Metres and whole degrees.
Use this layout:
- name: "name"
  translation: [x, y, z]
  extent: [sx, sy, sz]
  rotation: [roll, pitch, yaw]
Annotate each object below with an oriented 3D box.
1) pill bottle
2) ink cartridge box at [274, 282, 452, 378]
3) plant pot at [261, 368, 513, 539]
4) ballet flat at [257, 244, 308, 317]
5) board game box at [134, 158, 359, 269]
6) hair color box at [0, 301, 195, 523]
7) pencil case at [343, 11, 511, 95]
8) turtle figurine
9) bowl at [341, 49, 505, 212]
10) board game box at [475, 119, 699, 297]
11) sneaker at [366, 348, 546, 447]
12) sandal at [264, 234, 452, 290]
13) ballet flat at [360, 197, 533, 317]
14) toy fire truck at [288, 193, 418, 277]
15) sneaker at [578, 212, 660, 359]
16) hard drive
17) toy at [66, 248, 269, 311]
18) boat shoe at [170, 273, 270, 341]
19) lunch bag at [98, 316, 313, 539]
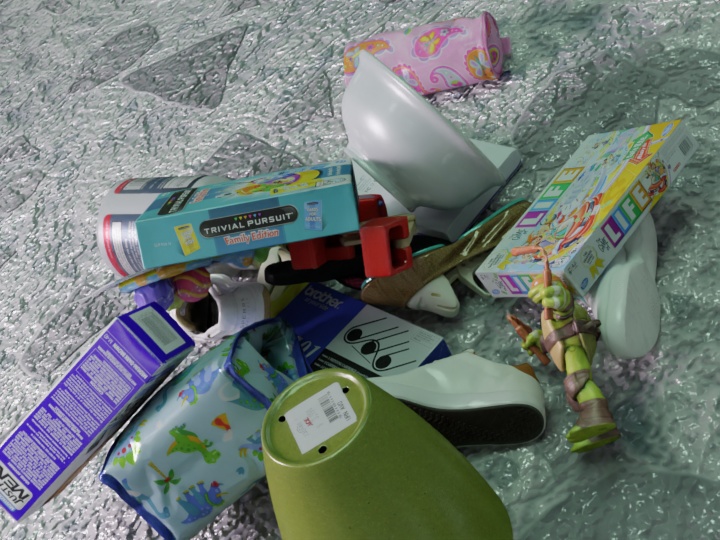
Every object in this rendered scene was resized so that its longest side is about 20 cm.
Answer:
- name: "pill bottle"
  translation: [-0.189, -0.046, 1.448]
  extent: [0.198, 0.120, 0.120]
  rotation: [1, 48, 33]
- name: "ink cartridge box"
  translation: [-0.009, 0.081, 1.256]
  extent: [0.199, 0.044, 0.094]
  rotation: [22, 60, 45]
- name: "plant pot"
  translation: [0.004, 0.176, 1.021]
  extent: [0.185, 0.201, 0.188]
  rotation: [-17, 40, 15]
- name: "ballet flat"
  translation: [-0.072, -0.014, 1.381]
  extent: [0.066, 0.067, 0.201]
  rotation: [-4, 45, 31]
- name: "board game box"
  translation: [-0.101, -0.057, 1.206]
  extent: [0.197, 0.048, 0.151]
  rotation: [-10, 13, 2]
- name: "hair color box"
  translation: [-0.245, 0.125, 1.152]
  extent: [0.200, 0.065, 0.109]
  rotation: [-45, -2, 11]
- name: "pencil case"
  translation: [0.078, -0.253, 1.538]
  extent: [0.198, 0.088, 0.088]
  rotation: [-10, 42, 22]
- name: "turtle figurine"
  translation: [0.176, 0.068, 1.086]
  extent: [0.064, 0.200, 0.163]
  rotation: [-14, 69, -5]
- name: "bowl"
  translation: [0.047, -0.123, 1.300]
  extent: [0.091, 0.201, 0.201]
  rotation: [-48, 39, 3]
- name: "board game box"
  translation: [0.211, -0.056, 1.198]
  extent: [0.200, 0.034, 0.134]
  rotation: [-49, 21, -23]
- name: "sneaker"
  translation: [0.064, 0.114, 1.144]
  extent: [0.197, 0.073, 0.085]
  rotation: [1, 37, 3]
- name: "sandal"
  translation: [0.000, 0.000, 1.319]
  extent: [0.197, 0.046, 0.075]
  rotation: [-11, 13, -6]
- name: "ballet flat"
  translation: [0.099, 0.001, 1.261]
  extent: [0.198, 0.068, 0.073]
  rotation: [-26, 71, -10]
- name: "toy fire truck"
  translation: [0.004, -0.039, 1.267]
  extent: [0.139, 0.049, 0.200]
  rotation: [-4, 13, 23]
- name: "sneaker"
  translation: [0.223, 0.015, 1.171]
  extent: [0.088, 0.076, 0.201]
  rotation: [-15, 31, 25]
- name: "hard drive"
  translation: [0.064, -0.102, 1.424]
  extent: [0.199, 0.025, 0.132]
  rotation: [19, 59, 43]
- name: "toy"
  translation: [-0.170, 0.009, 1.242]
  extent: [0.199, 0.048, 0.115]
  rotation: [-25, 2, -38]
- name: "boat shoe"
  translation: [-0.164, 0.038, 1.333]
  extent: [0.069, 0.072, 0.199]
  rotation: [0, -3, -31]
- name: "lunch bag"
  translation: [-0.132, 0.136, 1.186]
  extent: [0.170, 0.128, 0.200]
  rotation: [-39, 15, 12]
